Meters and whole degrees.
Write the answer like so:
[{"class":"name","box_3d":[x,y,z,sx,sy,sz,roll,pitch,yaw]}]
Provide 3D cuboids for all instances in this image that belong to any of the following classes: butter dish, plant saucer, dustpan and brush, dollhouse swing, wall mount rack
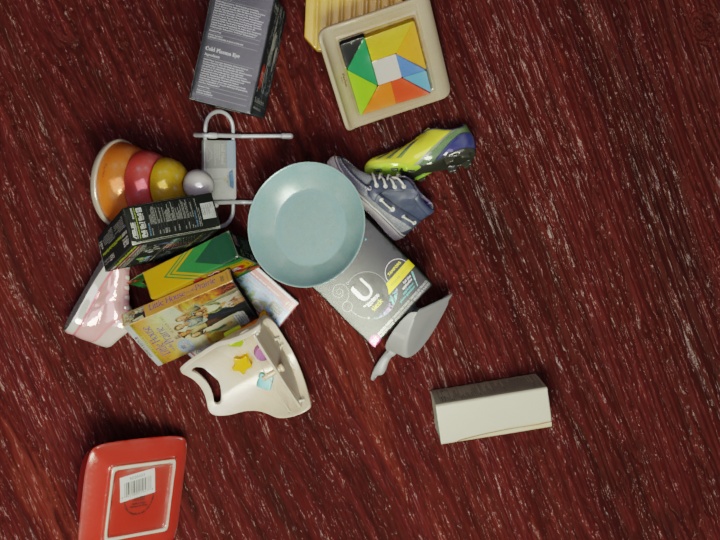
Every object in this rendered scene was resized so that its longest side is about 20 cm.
[{"class":"butter dish","box_3d":[-0.420,0.375,1.675,0.198,0.146,0.204,2,99,-44]},{"class":"plant saucer","box_3d":[-0.085,-0.073,1.559,0.197,0.039,0.206,-1,84,12]},{"class":"dustpan and brush","box_3d":[0.074,0.122,1.676,0.057,0.139,0.203,33,115,22]},{"class":"dollhouse swing","box_3d":[-0.008,-0.475,1.573,0.195,0.182,0.180,3,77,-2]},{"class":"wall mount rack","box_3d":[-0.203,-0.172,1.649,0.171,0.074,0.205,-5,100,-39]}]

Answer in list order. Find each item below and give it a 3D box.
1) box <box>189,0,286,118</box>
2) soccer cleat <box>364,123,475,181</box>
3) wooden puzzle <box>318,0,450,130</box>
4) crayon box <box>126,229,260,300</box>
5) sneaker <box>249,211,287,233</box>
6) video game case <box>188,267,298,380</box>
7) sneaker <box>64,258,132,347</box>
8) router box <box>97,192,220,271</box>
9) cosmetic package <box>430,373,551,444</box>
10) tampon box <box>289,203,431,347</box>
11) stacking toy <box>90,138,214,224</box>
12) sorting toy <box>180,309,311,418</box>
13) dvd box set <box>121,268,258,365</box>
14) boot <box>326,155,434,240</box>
[{"class":"box","box_3d":[-0.194,-0.351,1.559,0.102,0.200,0.186,12,97,-1]},{"class":"soccer cleat","box_3d":[0.102,-0.202,1.663,0.196,0.065,0.085,-12,64,6]},{"class":"wooden puzzle","box_3d":[0.044,-0.344,1.611,0.196,0.037,0.187,-20,124,-1]},{"class":"crayon box","box_3d":[-0.279,0.005,1.626,0.197,0.127,0.052,-25,79,9]},{"class":"sneaker","box_3d":[-0.103,-0.115,1.658,0.197,0.089,0.078,-27,76,-18]},{"class":"video game case","box_3d":[-0.224,0.087,1.702,0.143,0.017,0.201,40,94,-5]},{"class":"sneaker","box_3d":[-0.421,0.040,1.669,0.104,0.075,0.203,30,87,-20]},{"class":"router box","box_3d":[-0.330,-0.060,1.556,0.148,0.199,0.063,-14,84,-29]},{"class":"cosmetic package","box_3d":[0.227,0.241,1.688,0.196,0.104,0.075,-10,98,1]},{"class":"tampon box","box_3d":[0.000,0.000,1.642,0.200,0.126,0.150,43,93,-5]},{"class":"stacking toy","box_3d":[-0.329,-0.138,1.581,0.196,0.146,0.150,5,97,22]},{"class":"sorting toy","box_3d":[-0.208,0.174,1.657,0.177,0.108,0.202,-24,124,7]},{"class":"dvd box set","box_3d":[-0.284,0.082,1.628,0.197,0.147,0.030,-22,55,0]},{"class":"boot","box_3d":[0.036,-0.143,1.627,0.090,0.073,0.200,-36,124,19]}]
